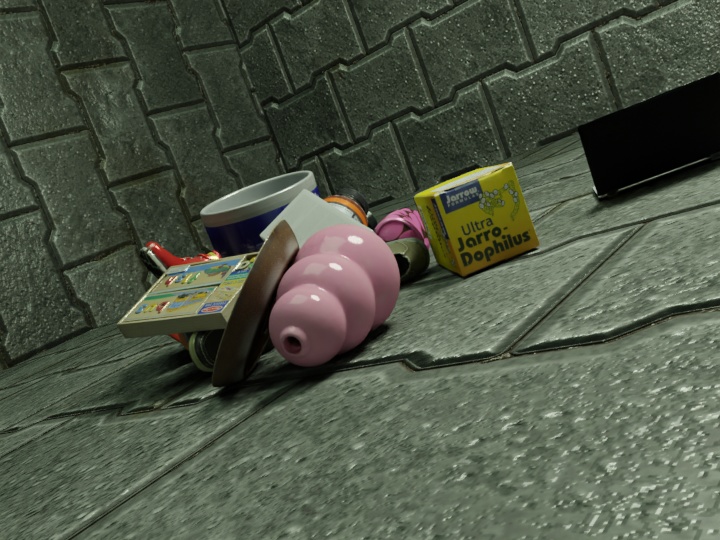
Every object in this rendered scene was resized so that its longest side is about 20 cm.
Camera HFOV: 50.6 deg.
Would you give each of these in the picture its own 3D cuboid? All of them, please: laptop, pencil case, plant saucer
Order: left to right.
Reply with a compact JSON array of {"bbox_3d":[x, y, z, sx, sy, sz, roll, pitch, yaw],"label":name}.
[{"bbox_3d":[-0.111,0.042,0.858,0.032,0.203,0.200,23,11,2],"label":"plant saucer"},{"bbox_3d":[0.071,-0.046,1.209,0.200,0.093,0.092,-50,-15,-75],"label":"pencil case"},{"bbox_3d":[0.412,-0.188,1.086,0.185,0.118,0.200,-19,7,16],"label":"laptop"}]

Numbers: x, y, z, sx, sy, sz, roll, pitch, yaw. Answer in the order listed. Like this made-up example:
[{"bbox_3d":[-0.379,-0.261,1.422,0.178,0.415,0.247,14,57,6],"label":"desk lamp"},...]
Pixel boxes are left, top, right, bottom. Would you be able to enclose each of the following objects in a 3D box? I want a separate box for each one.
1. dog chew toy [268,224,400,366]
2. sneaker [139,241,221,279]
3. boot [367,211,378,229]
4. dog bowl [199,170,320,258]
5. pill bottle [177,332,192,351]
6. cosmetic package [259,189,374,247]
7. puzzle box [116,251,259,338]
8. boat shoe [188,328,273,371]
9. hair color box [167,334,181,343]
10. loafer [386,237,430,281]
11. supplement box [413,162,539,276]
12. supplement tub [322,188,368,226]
[{"bbox_3d":[-0.033,0.031,0.800,0.123,0.126,0.200,-18,15,27],"label":"dog chew toy"},{"bbox_3d":[-0.254,0.000,1.173,0.077,0.200,0.086,24,78,44],"label":"sneaker"},{"bbox_3d":[-0.050,-0.044,1.620,0.162,0.074,0.198,-40,-4,-19],"label":"boot"},{"bbox_3d":[-0.161,-0.094,1.266,0.197,0.080,0.200,-18,16,5],"label":"dog bowl"},{"bbox_3d":[-0.179,0.054,1.107,0.105,0.108,0.200,-17,8,31],"label":"pill bottle"},{"bbox_3d":[-0.050,-0.031,1.067,0.101,0.071,0.200,-46,37,-6],"label":"cosmetic package"},{"bbox_3d":[-0.216,0.032,1.006,0.197,0.026,0.134,-8,33,33],"label":"puzzle box"},{"bbox_3d":[-0.139,0.070,0.997,0.064,0.074,0.199,-23,5,38],"label":"boat shoe"},{"bbox_3d":[-0.294,0.076,1.243,0.064,0.110,0.200,-58,14,-10],"label":"hair color box"},{"bbox_3d":[0.000,0.000,1.097,0.197,0.076,0.070,-19,3,20],"label":"loafer"},{"bbox_3d":[0.149,-0.070,1.027,0.107,0.111,0.200,-22,6,-1],"label":"supplement box"},{"bbox_3d":[-0.051,-0.060,1.352,0.106,0.108,0.201,-17,30,36],"label":"supplement tub"}]
